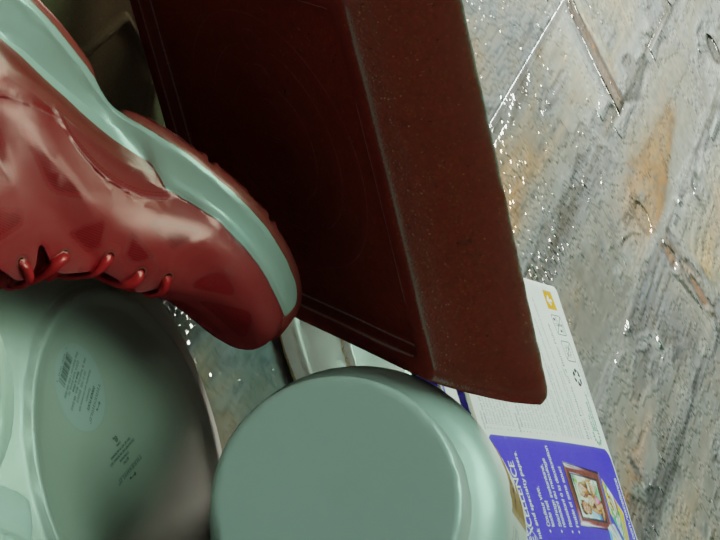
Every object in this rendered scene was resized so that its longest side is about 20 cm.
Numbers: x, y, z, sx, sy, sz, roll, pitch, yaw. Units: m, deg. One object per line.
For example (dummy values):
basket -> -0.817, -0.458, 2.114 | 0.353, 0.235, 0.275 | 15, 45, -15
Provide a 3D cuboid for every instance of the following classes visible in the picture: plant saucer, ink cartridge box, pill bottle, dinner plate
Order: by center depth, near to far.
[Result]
dinner plate -> -0.093, 0.073, 0.944 | 0.200, 0.024, 0.201 | 43, 40, -50
plant saucer -> -0.022, -0.053, 0.961 | 0.037, 0.200, 0.200 | -29, 120, -27
pill bottle -> 0.003, 0.096, 0.970 | 0.200, 0.114, 0.115 | 56, 15, -78
ink cartridge box -> 0.073, 0.090, 1.280 | 0.200, 0.043, 0.198 | 17, 53, -62

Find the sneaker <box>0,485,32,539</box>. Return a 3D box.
sneaker -> -0.167, 0.117, 0.736 | 0.200, 0.074, 0.116 | 7, 63, -52

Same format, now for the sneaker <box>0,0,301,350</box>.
sneaker -> -0.113, -0.007, 0.892 | 0.200, 0.078, 0.116 | 42, 62, -28

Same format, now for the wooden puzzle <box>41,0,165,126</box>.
wooden puzzle -> -0.125, -0.114, 0.989 | 0.185, 0.046, 0.200 | 0, 94, -66

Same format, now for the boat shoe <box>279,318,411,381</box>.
boat shoe -> 0.000, 0.000, 1.178 | 0.071, 0.069, 0.200 | 16, 56, -63

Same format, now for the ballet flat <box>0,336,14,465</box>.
ballet flat -> -0.152, 0.010, 0.775 | 0.200, 0.069, 0.069 | 41, 7, 36
